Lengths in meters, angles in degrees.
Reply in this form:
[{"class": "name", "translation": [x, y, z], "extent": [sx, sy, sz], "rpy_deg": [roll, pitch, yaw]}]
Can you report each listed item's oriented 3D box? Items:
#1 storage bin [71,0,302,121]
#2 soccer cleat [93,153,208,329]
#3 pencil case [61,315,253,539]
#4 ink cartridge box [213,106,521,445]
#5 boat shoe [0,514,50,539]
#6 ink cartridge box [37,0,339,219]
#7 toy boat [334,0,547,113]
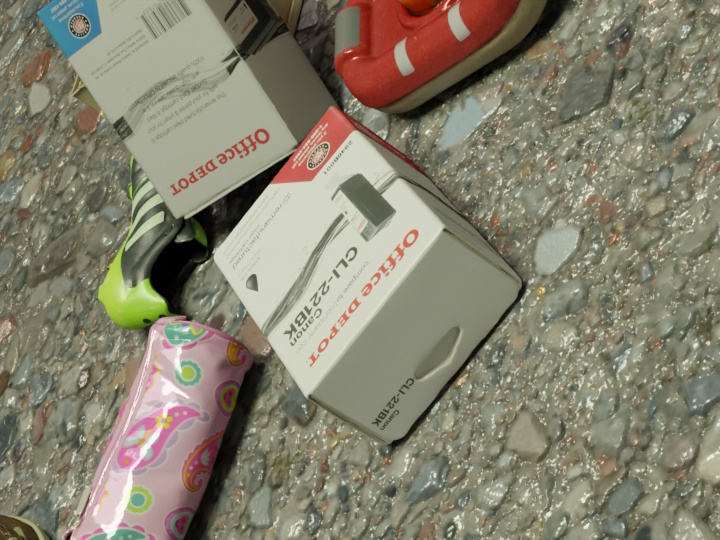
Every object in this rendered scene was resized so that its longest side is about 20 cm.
[{"class": "storage bin", "translation": [-0.146, -0.238, 1.542], "extent": [0.198, 0.094, 0.201], "rpy_deg": [-16, 54, 44]}, {"class": "soccer cleat", "translation": [-0.157, -0.043, 1.444], "extent": [0.081, 0.068, 0.201], "rpy_deg": [-5, 60, 29]}, {"class": "pencil case", "translation": [-0.149, 0.134, 1.274], "extent": [0.087, 0.087, 0.201], "rpy_deg": [3, 66, 51]}, {"class": "ink cartridge box", "translation": [0.000, 0.000, 1.192], "extent": [0.144, 0.084, 0.200], "rpy_deg": [-51, 36, 9]}, {"class": "boat shoe", "translation": [-0.277, 0.233, 1.362], "extent": [0.202, 0.075, 0.075], "rpy_deg": [23, 83, 55]}, {"class": "ink cartridge box", "translation": [-0.133, -0.162, 1.372], "extent": [0.144, 0.200, 0.084], "rpy_deg": [-28, 9, 36]}, {"class": "toy boat", "translation": [0.041, -0.213, 1.260], "extent": [0.200, 0.131, 0.131], "rpy_deg": [-30, 44, 34]}]
